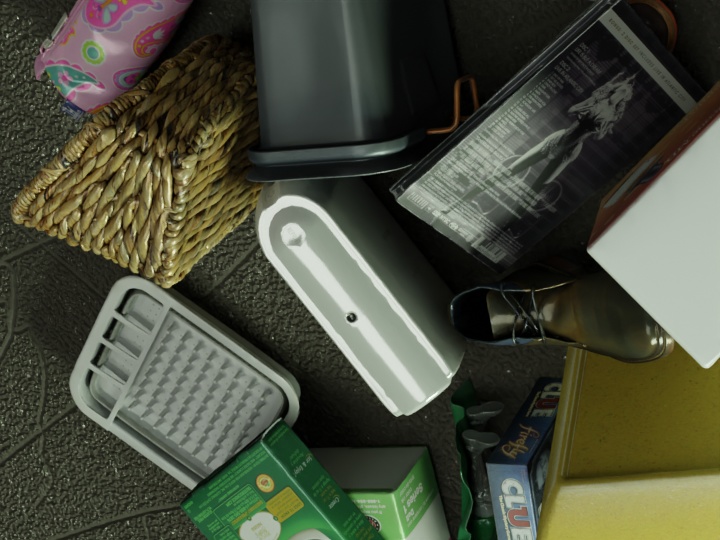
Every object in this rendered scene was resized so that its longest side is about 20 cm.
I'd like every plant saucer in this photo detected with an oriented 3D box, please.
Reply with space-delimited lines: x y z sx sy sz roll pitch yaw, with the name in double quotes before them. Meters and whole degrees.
"plant saucer" 0.221 0.102 1.130 0.199 0.201 0.049 -9 136 29

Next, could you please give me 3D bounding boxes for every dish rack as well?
"dish rack" -0.152 0.104 1.407 0.199 0.044 0.172 35 124 6

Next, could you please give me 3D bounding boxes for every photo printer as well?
"photo printer" 0.000 0.000 1.210 0.069 0.166 0.200 -37 95 16

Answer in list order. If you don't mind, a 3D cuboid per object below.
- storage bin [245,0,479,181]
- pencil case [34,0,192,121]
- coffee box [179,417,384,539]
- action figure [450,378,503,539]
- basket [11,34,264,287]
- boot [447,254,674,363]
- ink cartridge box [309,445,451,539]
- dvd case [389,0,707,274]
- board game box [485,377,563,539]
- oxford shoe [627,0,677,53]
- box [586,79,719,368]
"storage bin" 0.006 -0.150 1.120 0.144 0.200 0.136 -1 105 26
"pencil case" -0.180 -0.212 1.236 0.087 0.087 0.200 43 124 0
"coffee box" -0.047 0.235 1.319 0.200 0.044 0.123 49 124 -1
"action figure" 0.106 0.205 1.310 0.054 0.118 0.201 0 124 12
"basket" -0.155 -0.107 1.196 0.148 0.200 0.144 23 125 15
"boot" 0.140 0.038 1.118 0.200 0.096 0.075 -163 59 -70
"ink cartridge box" 0.004 0.262 1.385 0.144 0.084 0.202 -4 112 27
"dvd case" 0.133 -0.090 1.089 0.200 0.148 0.016 -41 52 15
"board game box" 0.150 0.207 1.257 0.034 0.136 0.202 1 115 25
"oxford shoe" 0.154 -0.112 1.132 0.071 0.073 0.200 40 125 4
"box" 0.240 -0.047 1.025 0.106 0.200 0.152 44 105 0
